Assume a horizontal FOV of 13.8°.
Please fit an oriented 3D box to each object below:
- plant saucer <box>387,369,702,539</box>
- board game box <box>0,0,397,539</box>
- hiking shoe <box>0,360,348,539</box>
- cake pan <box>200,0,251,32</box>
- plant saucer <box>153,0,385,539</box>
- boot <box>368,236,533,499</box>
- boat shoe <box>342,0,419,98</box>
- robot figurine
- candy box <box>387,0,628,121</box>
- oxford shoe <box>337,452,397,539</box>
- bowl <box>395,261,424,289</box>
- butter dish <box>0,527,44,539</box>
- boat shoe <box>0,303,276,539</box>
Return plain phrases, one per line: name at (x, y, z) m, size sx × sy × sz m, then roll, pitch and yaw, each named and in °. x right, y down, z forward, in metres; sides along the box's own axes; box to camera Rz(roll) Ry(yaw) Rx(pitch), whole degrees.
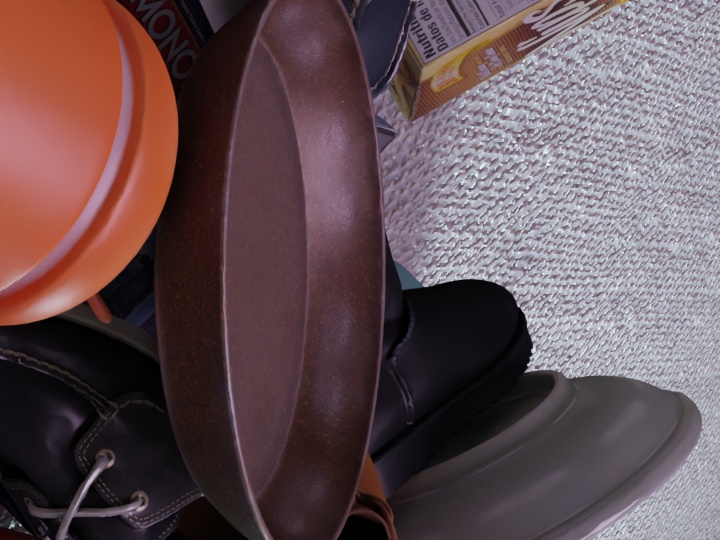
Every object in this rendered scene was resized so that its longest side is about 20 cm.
plant saucer at (0.056, 0.091, 1.353) m, size 0.200 × 0.200 × 0.050 m, roll -39°, pitch 106°, yaw -50°
board game box at (-0.090, -0.034, 1.075) m, size 0.200 × 0.062 × 0.200 m, roll -40°, pitch 141°, yaw -14°
hiking shoe at (-0.075, 0.075, 1.163) m, size 0.101 × 0.076 × 0.200 m, roll -55°, pitch -157°, yaw -21°
cake pan at (-0.052, -0.122, 1.175) m, size 0.200 × 0.037 × 0.201 m, roll -51°, pitch 156°, yaw -33°
plant saucer at (-0.031, 0.000, 1.008) m, size 0.200 × 0.034 × 0.201 m, roll 0°, pitch 90°, yaw -76°
boot at (0.000, 0.000, 1.329) m, size 0.198 × 0.073 × 0.163 m, roll -42°, pitch 117°, yaw -52°
boat shoe at (0.018, -0.145, 1.178) m, size 0.075 × 0.062 × 0.200 m, roll -43°, pitch 152°, yaw -49°
robot figurine at (-0.134, -0.050, 0.891) m, size 0.117 × 0.144 × 0.200 m, roll -47°, pitch 140°, yaw 13°
candy box at (0.097, -0.145, 1.324) m, size 0.200 × 0.055 × 0.115 m, roll -30°, pitch 173°, yaw -6°
oxford shoe at (-0.007, 0.107, 1.154) m, size 0.200 × 0.071 × 0.071 m, roll -98°, pitch -152°, yaw -58°
bowl at (0.017, 0.107, 1.529) m, size 0.201 × 0.105 × 0.201 m, roll -51°, pitch 158°, yaw -31°
butter dish at (-0.160, 0.156, 1.083) m, size 0.148 × 0.199 × 0.200 m, roll -78°, pitch 177°, yaw -54°
boat shoe at (-0.086, 0.068, 1.030) m, size 0.200 × 0.072 × 0.068 m, roll 36°, pitch 34°, yaw -38°
